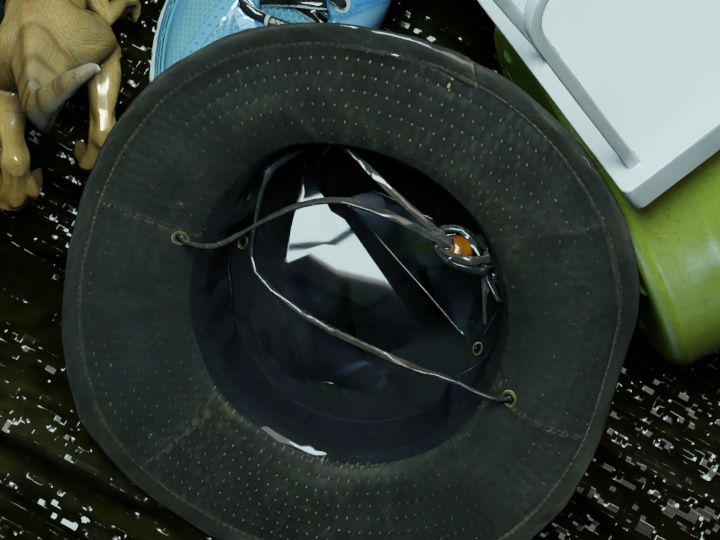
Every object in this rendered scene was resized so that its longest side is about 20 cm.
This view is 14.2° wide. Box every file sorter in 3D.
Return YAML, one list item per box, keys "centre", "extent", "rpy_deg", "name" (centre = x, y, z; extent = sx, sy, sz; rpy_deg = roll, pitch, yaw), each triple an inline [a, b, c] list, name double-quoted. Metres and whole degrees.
- centre: [0.066, -0.151, 0.851]
  extent: [0.139, 0.125, 0.200]
  rpy_deg: [-38, 60, 6]
  name: "file sorter"

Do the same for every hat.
- centre: [0.000, 0.000, 0.937]
  extent: [0.200, 0.201, 0.081]
  rpy_deg: [21, 30, 1]
  name: "hat"

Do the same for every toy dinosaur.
- centre: [-0.104, -0.068, 0.945]
  extent: [0.060, 0.106, 0.200]
  rpy_deg: [-2, 34, -1]
  name: "toy dinosaur"

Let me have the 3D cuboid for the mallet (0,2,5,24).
- centre: [-0.157, -0.106, 0.916]
  extent: [0.041, 0.200, 0.066]
  rpy_deg: [19, 64, 18]
  name: "mallet"

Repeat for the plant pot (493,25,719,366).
- centre: [0.155, -0.067, 0.946]
  extent: [0.193, 0.200, 0.201]
  rpy_deg: [-29, 77, -2]
  name: "plant pot"

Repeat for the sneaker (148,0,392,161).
- centre: [-0.015, -0.122, 0.986]
  extent: [0.078, 0.090, 0.200]
  rpy_deg: [22, 72, 1]
  name: "sneaker"
